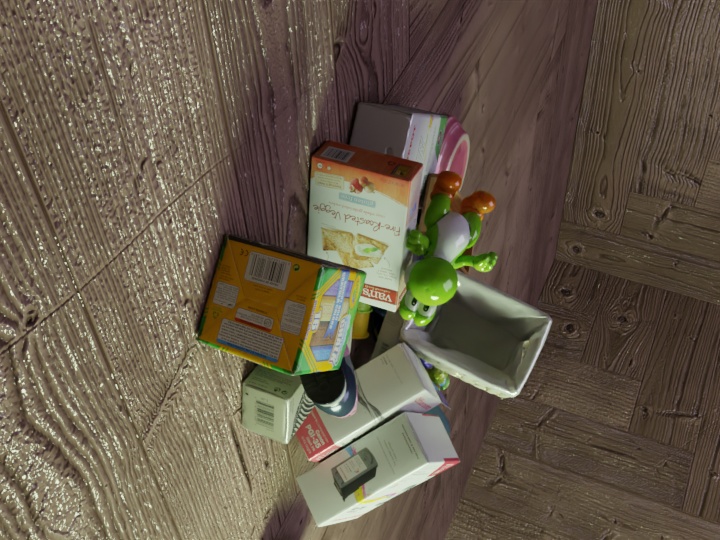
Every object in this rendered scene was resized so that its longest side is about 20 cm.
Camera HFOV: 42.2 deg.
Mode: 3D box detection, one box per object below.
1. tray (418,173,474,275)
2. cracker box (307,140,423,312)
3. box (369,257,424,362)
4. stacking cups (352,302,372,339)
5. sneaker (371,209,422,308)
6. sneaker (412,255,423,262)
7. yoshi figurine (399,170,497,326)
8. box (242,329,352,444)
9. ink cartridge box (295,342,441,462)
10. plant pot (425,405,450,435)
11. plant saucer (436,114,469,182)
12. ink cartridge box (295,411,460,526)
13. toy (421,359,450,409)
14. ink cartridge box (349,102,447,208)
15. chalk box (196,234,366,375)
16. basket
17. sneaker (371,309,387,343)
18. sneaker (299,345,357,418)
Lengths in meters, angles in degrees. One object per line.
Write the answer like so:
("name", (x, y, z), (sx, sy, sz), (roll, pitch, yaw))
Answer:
("tray", (0.138, -0.066, 1.459), (0.200, 0.037, 0.099), (44, 55, -64))
("cracker box", (0.002, -0.056, 1.214), (0.058, 0.133, 0.201), (-54, 154, -51))
("box", (0.082, 0.058, 1.498), (0.200, 0.036, 0.145), (-45, 156, -59))
("stacking cups", (0.000, 0.000, 1.395), (0.060, 0.060, 0.201), (-26, 128, -67))
("sneaker", (0.052, -0.031, 1.496), (0.201, 0.066, 0.078), (-64, -178, -14))
("sneaker", (0.119, -0.022, 1.696), (0.200, 0.088, 0.076), (-16, 119, -72))
("yoshi figurine", (0.110, -0.026, 1.198), (0.112, 0.112, 0.201), (50, 57, -53))
("box", (-0.081, 0.132, 1.240), (0.200, 0.068, 0.083), (-51, 153, -50))
("ink cartridge box", (0.009, 0.201, 1.381), (0.199, 0.083, 0.147), (-31, 160, 5))
("plant pot", (0.032, 0.243, 1.545), (0.135, 0.199, 0.200), (63, 36, -20))
("plant saucer", (0.154, -0.184, 1.720), (0.200, 0.051, 0.202), (17, 90, -72))
("ink cartridge box", (0.028, 0.293, 1.382), (0.200, 0.086, 0.147), (-34, 159, 16))
("toy", (0.123, 0.166, 1.628), (0.047, 0.116, 0.200), (-29, 153, 4))
("ink cartridge box", (0.050, -0.163, 1.351), (0.200, 0.084, 0.146), (-22, 127, -69))
("chalk box", (-0.078, 0.041, 1.073), (0.200, 0.124, 0.125), (14, 92, -72))
("basket", (0.171, 0.097, 1.429), (0.136, 0.199, 0.123), (-62, 173, -11))
("sneaker", (0.046, 0.119, 1.651), (0.078, 0.066, 0.201), (-46, 149, -35))
("sneaker", (-0.049, 0.097, 1.184), (0.082, 0.070, 0.201), (55, 19, -53))
